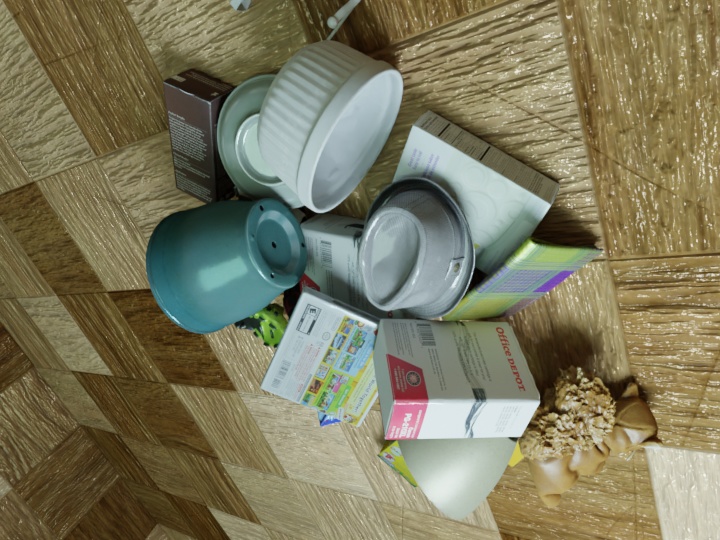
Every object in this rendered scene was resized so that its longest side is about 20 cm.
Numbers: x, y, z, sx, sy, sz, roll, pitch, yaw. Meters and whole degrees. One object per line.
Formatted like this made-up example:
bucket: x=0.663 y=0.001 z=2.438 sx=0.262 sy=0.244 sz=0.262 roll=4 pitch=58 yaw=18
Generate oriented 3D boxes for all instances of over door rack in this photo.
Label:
over door rack: x=-0.081 y=-0.350 z=0.674 sx=0.148 sy=0.067 sz=0.199 roll=47 pitch=137 yaw=-5

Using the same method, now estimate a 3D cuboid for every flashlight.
flashlight: x=-0.102 y=0.107 z=0.959 sx=0.066 sy=0.202 sz=0.069 roll=3 pitch=130 yaw=-17

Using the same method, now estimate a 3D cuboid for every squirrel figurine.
squirrel figurine: x=0.321 y=0.227 z=0.761 sx=0.183 sy=0.144 sz=0.201 roll=-19 pitch=138 yaw=19

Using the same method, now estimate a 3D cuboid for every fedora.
fedora: x=0.055 y=-0.016 z=0.704 sx=0.176 sy=0.090 sz=0.203 roll=37 pitch=125 yaw=22

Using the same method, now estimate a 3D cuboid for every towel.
towel: x=0.209 y=0.018 z=0.724 sx=0.200 sy=0.141 sz=0.023 roll=-50 pitch=48 yaw=48

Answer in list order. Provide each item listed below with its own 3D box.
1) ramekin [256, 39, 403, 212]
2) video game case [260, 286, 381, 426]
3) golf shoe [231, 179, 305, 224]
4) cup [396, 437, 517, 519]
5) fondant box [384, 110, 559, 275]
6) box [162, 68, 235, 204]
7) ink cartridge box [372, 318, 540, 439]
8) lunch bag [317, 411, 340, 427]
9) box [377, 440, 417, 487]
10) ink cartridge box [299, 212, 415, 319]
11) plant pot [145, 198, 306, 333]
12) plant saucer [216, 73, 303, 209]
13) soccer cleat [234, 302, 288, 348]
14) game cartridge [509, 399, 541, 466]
ramekin: x=-0.042 y=-0.187 z=0.682 sx=0.104 sy=0.200 sz=0.202 roll=35 pitch=137 yaw=11
video game case: x=-0.042 y=0.141 z=0.838 sx=0.179 sy=0.023 sz=0.203 roll=23 pitch=117 yaw=-9
golf shoe: x=-0.139 y=-0.108 z=0.911 sx=0.093 sy=0.079 sz=0.202 roll=-9 pitch=126 yaw=31
cup: x=0.170 y=0.271 z=0.875 sx=0.143 sy=0.201 sz=0.201 roll=-40 pitch=98 yaw=17
fondant box: x=0.141 y=-0.097 z=0.721 sx=0.198 sy=0.058 sz=0.146 roll=33 pitch=137 yaw=11
box: x=-0.264 y=-0.219 z=0.907 sx=0.099 sy=0.075 sz=0.203 roll=26 pitch=136 yaw=16
ink cartridge box: x=0.125 y=0.147 z=0.742 sx=0.194 sy=0.147 sz=0.086 roll=2 pitch=130 yaw=-9
lunch bag: x=-0.032 y=0.158 z=0.968 sx=0.092 sy=0.153 sz=0.203 roll=-3 pitch=137 yaw=-19
box: x=0.121 y=0.380 z=1.122 sx=0.117 sy=0.048 sz=0.201 roll=39 pitch=134 yaw=3
ink cartridge box: x=0.000 y=0.000 z=0.865 sx=0.196 sy=0.083 sz=0.148 roll=13 pitch=119 yaw=28
plant pot: x=-0.192 y=-0.020 z=0.828 sx=0.185 sy=0.201 sz=0.203 roll=-16 pitch=114 yaw=32
plant saucer: x=-0.131 y=-0.185 z=0.803 sx=0.195 sy=0.050 sz=0.205 roll=4 pitch=114 yaw=10
soccer cleat: x=-0.160 y=0.080 z=0.938 sx=0.198 sy=0.082 sz=0.066 roll=12 pitch=120 yaw=55
game cartridge: x=0.227 y=0.247 z=0.954 sx=0.197 sy=0.033 sz=0.178 roll=31 pitch=136 yaw=8
